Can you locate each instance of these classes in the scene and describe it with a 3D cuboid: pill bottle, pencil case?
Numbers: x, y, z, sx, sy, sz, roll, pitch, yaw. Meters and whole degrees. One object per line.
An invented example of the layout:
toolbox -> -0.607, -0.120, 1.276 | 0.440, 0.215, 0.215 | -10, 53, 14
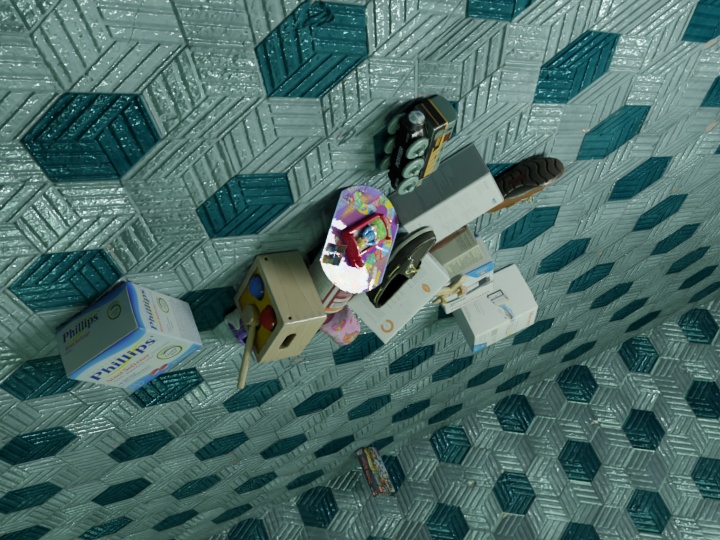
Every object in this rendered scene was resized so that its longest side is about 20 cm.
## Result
pill bottle -> -0.038, -0.010, 1.605 | 0.108, 0.111, 0.201 | -8, 150, -35
pencil case -> -0.065, 0.113, 1.862 | 0.086, 0.088, 0.200 | -29, 155, 7

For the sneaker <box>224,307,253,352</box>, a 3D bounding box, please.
sneaker -> -0.241, 0.149, 1.749 | 0.080, 0.084, 0.200 | -29, 157, 8

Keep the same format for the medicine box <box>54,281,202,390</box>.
medicine box -> -0.434, 0.129, 1.491 | 0.181, 0.104, 0.200 | -32, 156, 13

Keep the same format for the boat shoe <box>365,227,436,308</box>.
boat shoe -> 0.087, -0.004, 1.602 | 0.201, 0.061, 0.071 | -44, 152, 24

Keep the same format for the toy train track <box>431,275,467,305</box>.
toy train track -> 0.189, 0.059, 1.850 | 0.198, 0.033, 0.115 | -1, 145, -46

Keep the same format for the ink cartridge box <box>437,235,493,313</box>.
ink cartridge box -> 0.254, 0.014, 1.975 | 0.143, 0.085, 0.201 | -25, 156, -1

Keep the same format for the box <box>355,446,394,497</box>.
box -> 0.061, 0.831, 3.258 | 0.037, 0.203, 0.136 | -33, 156, 20

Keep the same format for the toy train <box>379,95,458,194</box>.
toy train -> 0.102, -0.216, 1.380 | 0.113, 0.086, 0.201 | -28, 158, -20

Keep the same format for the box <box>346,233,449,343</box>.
box -> 0.081, 0.037, 1.713 | 0.200, 0.124, 0.098 | -44, -174, 9

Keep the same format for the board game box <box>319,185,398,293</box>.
board game box -> 0.012, -0.055, 1.479 | 0.156, 0.204, 0.039 | 23, 172, -38

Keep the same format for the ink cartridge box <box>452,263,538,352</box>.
ink cartridge box -> 0.372, 0.106, 2.202 | 0.197, 0.146, 0.148 | -24, 157, -5

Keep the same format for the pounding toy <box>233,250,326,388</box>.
pounding toy -> -0.184, 0.100, 1.583 | 0.140, 0.186, 0.201 | -8, 150, -35

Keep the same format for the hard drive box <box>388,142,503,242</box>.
hard drive box -> 0.176, -0.145, 1.592 | 0.198, 0.078, 0.156 | -30, 156, 10

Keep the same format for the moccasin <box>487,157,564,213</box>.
moccasin -> 0.345, -0.180, 1.699 | 0.199, 0.074, 0.078 | -32, 165, 5

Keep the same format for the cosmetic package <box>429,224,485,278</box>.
cosmetic package -> 0.176, -0.028, 1.810 | 0.198, 0.088, 0.103 | -31, 157, 7
